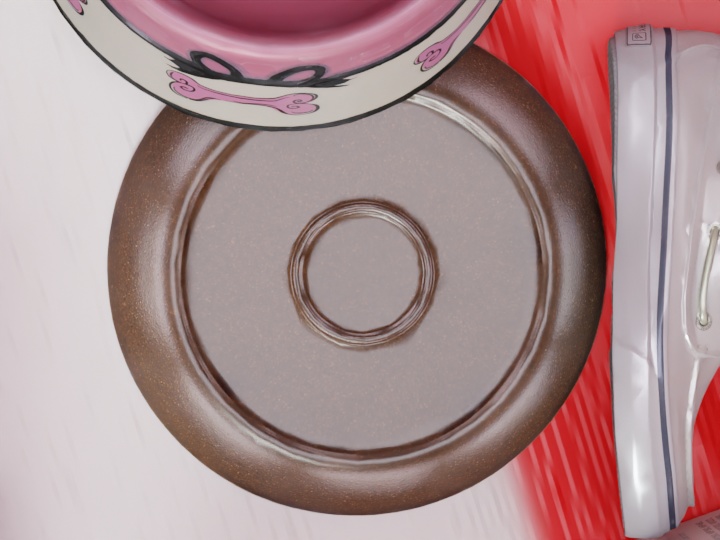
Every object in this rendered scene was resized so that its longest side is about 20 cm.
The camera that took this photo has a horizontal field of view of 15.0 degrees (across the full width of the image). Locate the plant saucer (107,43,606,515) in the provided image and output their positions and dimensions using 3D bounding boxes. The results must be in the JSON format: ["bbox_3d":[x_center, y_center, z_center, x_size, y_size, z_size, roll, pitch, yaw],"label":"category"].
[{"bbox_3d":[0.000,0.000,1.077,0.199,0.032,0.201,0,95,-4],"label":"plant saucer"}]

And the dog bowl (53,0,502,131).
[{"bbox_3d":[-0.030,-0.156,1.021,0.199,0.074,0.201,0,86,-3],"label":"dog bowl"}]

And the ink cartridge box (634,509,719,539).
[{"bbox_3d":[0.217,0.150,1.080,0.199,0.084,0.145,-18,97,-3],"label":"ink cartridge box"}]

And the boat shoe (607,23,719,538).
[{"bbox_3d":[0.130,0.005,1.062,0.067,0.074,0.201,0,95,4],"label":"boat shoe"}]
